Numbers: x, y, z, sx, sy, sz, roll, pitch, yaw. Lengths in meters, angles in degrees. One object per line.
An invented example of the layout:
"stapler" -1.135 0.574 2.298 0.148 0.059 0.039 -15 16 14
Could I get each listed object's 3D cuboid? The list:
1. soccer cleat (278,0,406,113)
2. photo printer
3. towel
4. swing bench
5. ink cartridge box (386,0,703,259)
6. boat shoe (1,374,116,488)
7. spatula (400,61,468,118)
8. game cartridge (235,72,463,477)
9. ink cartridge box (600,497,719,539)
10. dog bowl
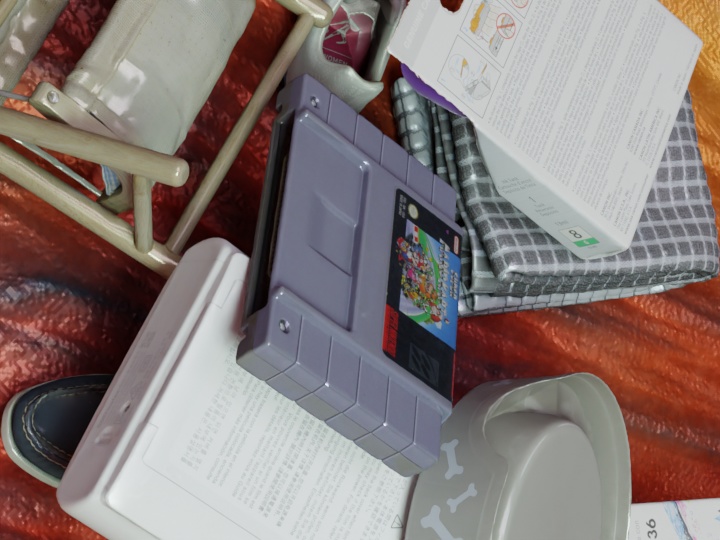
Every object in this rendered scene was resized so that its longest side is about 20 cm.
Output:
"soccer cleat" 0.004 -0.184 1.309 0.070 0.086 0.201 17 71 -27
"photo printer" -0.044 0.103 1.157 0.200 0.069 0.167 36 69 -28
"towel" 0.128 -0.063 1.359 0.200 0.086 0.166 -5 81 -31
"swing bench" -0.141 -0.138 1.182 0.200 0.130 0.199 26 66 7
"ink cartridge box" 0.103 -0.126 1.275 0.200 0.050 0.161 36 61 -23
"boat shoe" -0.099 0.097 1.202 0.200 0.062 0.075 17 71 -27
"spatula" 0.073 -0.162 1.321 0.056 0.021 0.200 27 40 -1
"game cartridge" 0.000 0.000 1.155 0.130 0.038 0.200 32 41 -26
"ink cartridge box" 0.177 0.203 1.340 0.200 0.067 0.117 0 80 -31
"dog bowl" 0.087 0.152 1.207 0.200 0.059 0.201 -19 112 -59
